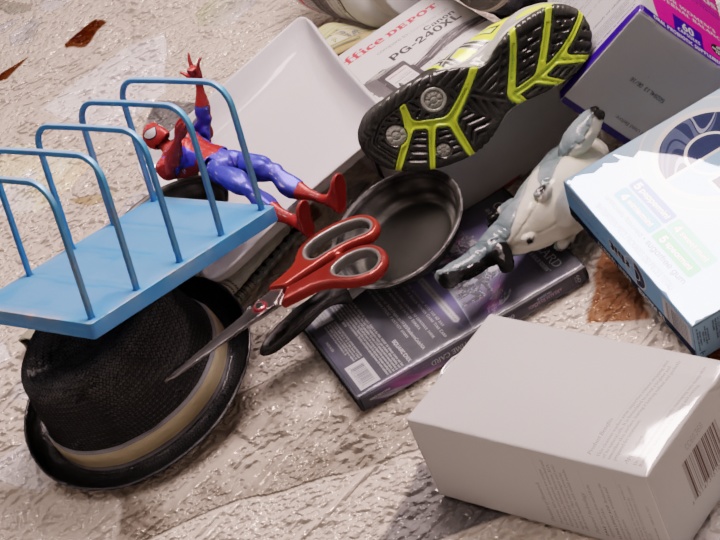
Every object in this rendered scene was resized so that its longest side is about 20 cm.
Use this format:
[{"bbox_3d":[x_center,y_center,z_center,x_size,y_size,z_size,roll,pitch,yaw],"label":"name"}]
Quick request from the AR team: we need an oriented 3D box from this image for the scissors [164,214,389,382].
[{"bbox_3d":[-0.068,0.020,1.538,0.200,0.014,0.073,-28,45,-4],"label":"scissors"}]

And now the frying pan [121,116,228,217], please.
[{"bbox_3d":[-0.161,-0.053,1.678,0.115,0.031,0.190,-27,32,5],"label":"frying pan"}]

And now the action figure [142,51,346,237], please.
[{"bbox_3d":[-0.106,-0.103,1.610,0.200,0.099,0.065,20,43,37],"label":"action figure"}]

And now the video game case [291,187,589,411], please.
[{"bbox_3d":[0.059,0.019,1.565,0.200,0.019,0.143,-29,35,-8],"label":"video game case"}]

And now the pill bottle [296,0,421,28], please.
[{"bbox_3d":[0.010,-0.284,1.892,0.111,0.111,0.200,-35,26,-15],"label":"pill bottle"}]

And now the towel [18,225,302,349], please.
[{"bbox_3d":[-0.170,0.008,1.708,0.192,0.035,0.200,9,47,39],"label":"towel"}]

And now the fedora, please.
[{"bbox_3d":[-0.186,0.067,1.553,0.200,0.092,0.201,-15,51,19],"label":"fedora"}]

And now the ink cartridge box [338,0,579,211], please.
[{"bbox_3d":[0.068,-0.141,1.712,0.145,0.084,0.200,-35,36,-12],"label":"ink cartridge box"}]

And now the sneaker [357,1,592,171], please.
[{"bbox_3d":[0.089,-0.141,1.588,0.200,0.076,0.076,-28,13,4],"label":"sneaker"}]

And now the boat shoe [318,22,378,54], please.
[{"bbox_3d":[-0.043,-0.160,1.818,0.063,0.073,0.200,2,42,38],"label":"boat shoe"}]

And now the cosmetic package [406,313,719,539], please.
[{"bbox_3d":[0.144,0.106,1.342,0.200,0.081,0.113,11,48,43],"label":"cosmetic package"}]

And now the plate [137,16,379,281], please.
[{"bbox_3d":[-0.079,-0.099,1.697,0.200,0.032,0.200,-42,40,5],"label":"plate"}]

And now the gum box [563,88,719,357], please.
[{"bbox_3d":[0.275,-0.051,1.461,0.200,0.045,0.170,-30,50,-8],"label":"gum box"}]

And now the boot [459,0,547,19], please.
[{"bbox_3d":[0.109,-0.281,1.775,0.073,0.150,0.200,-45,54,18],"label":"boot"}]

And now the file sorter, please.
[{"bbox_3d":[-0.189,-0.053,1.521,0.138,0.123,0.200,7,30,42],"label":"file sorter"}]

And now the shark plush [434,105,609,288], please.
[{"bbox_3d":[0.133,-0.038,1.551,0.083,0.091,0.200,1,45,51],"label":"shark plush"}]

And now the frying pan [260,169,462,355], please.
[{"bbox_3d":[0.013,0.001,1.561,0.115,0.031,0.190,9,60,42],"label":"frying pan"}]

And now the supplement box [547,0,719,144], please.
[{"bbox_3d":[0.222,-0.197,1.642,0.103,0.101,0.200,-49,22,27],"label":"supplement box"}]
